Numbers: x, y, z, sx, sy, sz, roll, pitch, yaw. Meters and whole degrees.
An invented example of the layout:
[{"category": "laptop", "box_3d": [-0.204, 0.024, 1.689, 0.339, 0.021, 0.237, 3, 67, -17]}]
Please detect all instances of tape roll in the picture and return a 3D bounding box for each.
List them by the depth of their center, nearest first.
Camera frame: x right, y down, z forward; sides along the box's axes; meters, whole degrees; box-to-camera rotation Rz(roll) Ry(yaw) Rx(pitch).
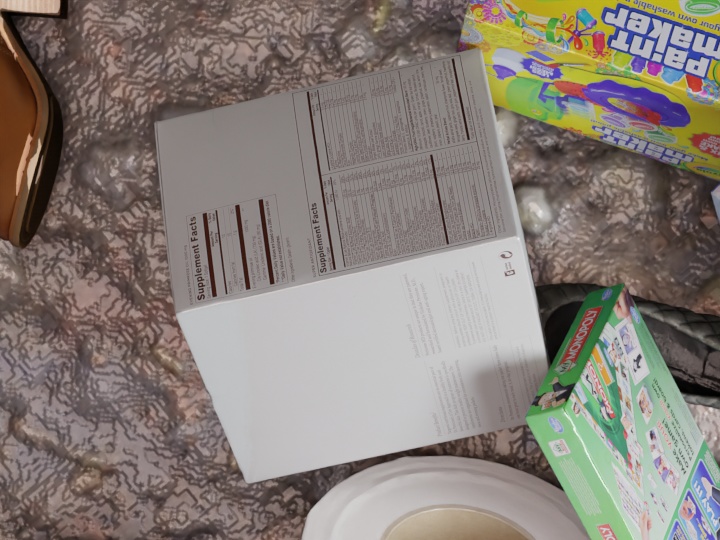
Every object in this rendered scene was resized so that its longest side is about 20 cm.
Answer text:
[{"category": "tape roll", "box_3d": [0.058, 0.201, 1.587, 0.201, 0.203, 0.071, 11, 125, 2]}]

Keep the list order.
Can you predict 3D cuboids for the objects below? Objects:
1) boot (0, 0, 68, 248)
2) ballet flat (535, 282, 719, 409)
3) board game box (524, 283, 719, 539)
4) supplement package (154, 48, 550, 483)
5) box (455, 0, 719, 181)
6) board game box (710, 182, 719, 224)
[{"category": "boot", "box_3d": [-0.265, -0.117, 1.652, 0.154, 0.077, 0.202, 2, 90, 1]}, {"category": "ballet flat", "box_3d": [0.169, 0.046, 1.648, 0.198, 0.057, 0.067, 7, 95, 3]}, {"category": "board game box", "box_3d": [0.172, 0.127, 1.587, 0.029, 0.135, 0.201, -15, 114, 32]}, {"category": "supplement package", "box_3d": [0.000, 0.000, 1.567, 0.198, 0.192, 0.148, -12, 53, 4]}, {"category": "box", "box_3d": [0.177, -0.180, 1.578, 0.199, 0.122, 0.194, 18, 73, 2]}, {"category": "board game box", "box_3d": [0.300, -0.055, 1.553, 0.200, 0.200, 0.041, -44, 59, -10]}]
